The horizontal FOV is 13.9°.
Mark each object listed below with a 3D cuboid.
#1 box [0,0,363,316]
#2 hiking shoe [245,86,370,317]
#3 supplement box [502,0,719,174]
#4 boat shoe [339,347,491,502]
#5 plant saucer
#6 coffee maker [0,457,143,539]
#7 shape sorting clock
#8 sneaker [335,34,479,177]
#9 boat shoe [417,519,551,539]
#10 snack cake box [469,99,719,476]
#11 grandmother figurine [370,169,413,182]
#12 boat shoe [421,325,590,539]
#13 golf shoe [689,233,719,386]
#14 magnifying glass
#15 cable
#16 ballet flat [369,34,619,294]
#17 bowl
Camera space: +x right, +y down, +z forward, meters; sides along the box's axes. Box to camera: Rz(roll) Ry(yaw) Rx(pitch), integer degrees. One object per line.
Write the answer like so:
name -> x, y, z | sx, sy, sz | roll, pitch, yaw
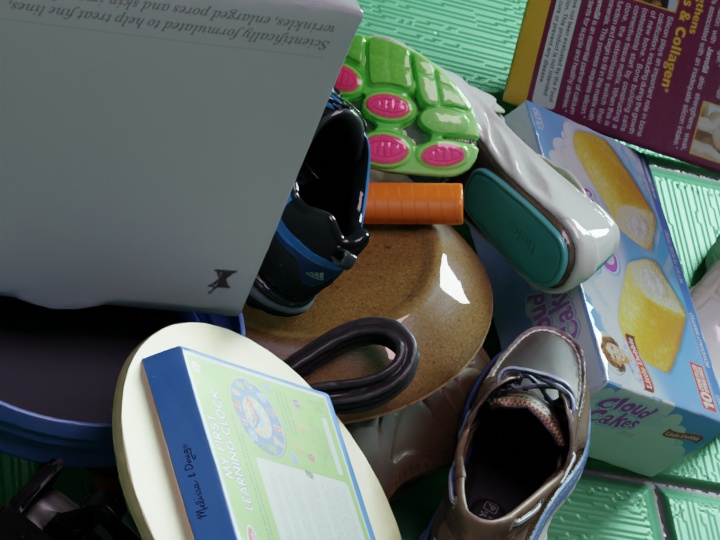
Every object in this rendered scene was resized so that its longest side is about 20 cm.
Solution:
box -> -0.132, -0.097, 1.441 | 0.198, 0.200, 0.131 | 5, 39, -25
hiking shoe -> -0.025, -0.077, 1.557 | 0.074, 0.087, 0.200 | 13, 60, -37
supplement box -> 0.205, -0.141, 1.813 | 0.200, 0.131, 0.103 | 21, 18, 17
boat shoe -> 0.003, 0.093, 1.599 | 0.200, 0.063, 0.073 | -32, 94, -46
plant saucer -> -0.028, 0.005, 1.606 | 0.200, 0.036, 0.200 | -1, 40, 0
coffee maker -> -0.127, 0.220, 1.382 | 0.200, 0.135, 0.192 | 38, 62, 1
shape sorting clock -> -0.046, 0.115, 1.412 | 0.200, 0.039, 0.200 | 43, 29, -31
sneaker -> -0.019, -0.092, 1.675 | 0.200, 0.084, 0.077 | 14, 80, 25
boat shoe -> 0.061, 0.182, 1.576 | 0.070, 0.071, 0.200 | 60, 36, -18
snack cake box -> 0.133, 0.011, 1.733 | 0.115, 0.067, 0.200 | 21, 44, -43
grandmother figurine -> 0.000, 0.000, 1.686 | 0.121, 0.061, 0.200 | 14, 45, 14
boat shoe -> 0.087, 0.091, 1.558 | 0.072, 0.072, 0.200 | 19, 43, 2
golf shoe -> 0.240, 0.015, 1.805 | 0.075, 0.092, 0.200 | 35, 45, -6
magnifying glass -> -0.044, -0.036, 1.614 | 0.199, 0.022, 0.080 | -1, 40, 3
cable -> -0.065, 0.082, 1.523 | 0.200, 0.050, 0.097 | -35, 58, -18
ballet flat -> 0.072, -0.062, 1.685 | 0.069, 0.070, 0.200 | -19, 55, -42
bowl -> -0.157, 0.021, 1.484 | 0.200, 0.039, 0.201 | 16, 37, -12
